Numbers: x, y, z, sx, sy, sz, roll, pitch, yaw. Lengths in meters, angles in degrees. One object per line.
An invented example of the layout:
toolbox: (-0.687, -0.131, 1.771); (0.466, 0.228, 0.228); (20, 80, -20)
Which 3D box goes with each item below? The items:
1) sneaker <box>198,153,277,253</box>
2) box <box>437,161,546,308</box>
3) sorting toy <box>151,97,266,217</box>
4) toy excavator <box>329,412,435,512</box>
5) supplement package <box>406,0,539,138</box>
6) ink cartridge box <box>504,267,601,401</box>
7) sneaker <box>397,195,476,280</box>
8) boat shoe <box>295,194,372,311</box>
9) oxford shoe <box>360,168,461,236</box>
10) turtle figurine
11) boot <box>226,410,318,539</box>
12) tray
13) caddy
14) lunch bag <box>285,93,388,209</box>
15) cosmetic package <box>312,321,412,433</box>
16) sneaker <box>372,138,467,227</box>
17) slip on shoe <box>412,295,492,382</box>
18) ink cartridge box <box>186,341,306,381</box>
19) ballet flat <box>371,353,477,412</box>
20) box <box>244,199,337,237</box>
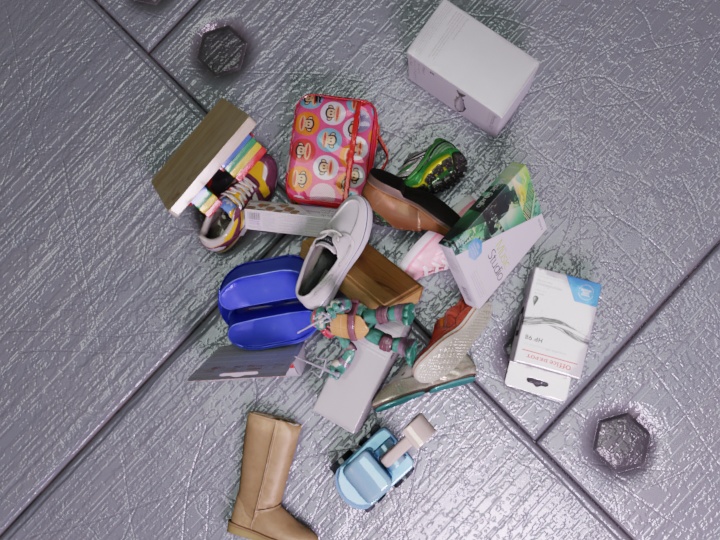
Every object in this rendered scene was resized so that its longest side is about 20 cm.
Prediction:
sneaker: (-0.212, -0.122, 1.258); (0.074, 0.090, 0.202); (29, 87, 8)
box: (0.221, -0.057, 1.170); (0.036, 0.145, 0.200); (22, 62, 46)
sorting toy: (-0.257, -0.185, 1.233); (0.201, 0.199, 0.069); (-49, 122, 0)
toy excavator: (0.039, 0.302, 1.131); (0.194, 0.200, 0.100); (-42, 82, -1)
supplement package: (0.191, -0.346, 1.237); (0.199, 0.117, 0.118); (36, 87, 9)
ink cartridge box: (0.320, 0.109, 1.197); (0.114, 0.067, 0.203); (14, 85, 6)
sneaker: (0.154, -0.026, 1.222); (0.200, 0.075, 0.105); (-44, 77, -5)
boat shoe: (-0.046, -0.036, 1.136); (0.071, 0.066, 0.202); (27, 82, 26)
oxford shoe: (0.091, -0.092, 1.185); (0.198, 0.071, 0.072); (29, 119, 4)
turtle figurine: (-0.015, 0.088, 1.093); (0.197, 0.151, 0.101); (2, 43, 18)
boot: (-0.132, 0.357, 1.209); (0.172, 0.066, 0.203); (12, 83, 6)
tray: (0.000, 0.000, 1.193); (0.098, 0.037, 0.199); (-27, 54, -38)
caddy: (-0.151, 0.053, 1.228); (0.196, 0.105, 0.144); (-10, 106, 2)
lunch bag: (-0.038, -0.201, 1.260); (0.173, 0.082, 0.204); (7, 81, 1)
cosmetic package: (0.005, 0.163, 1.198); (0.089, 0.107, 0.203); (24, 87, 11)
sneaker: (0.091, -0.152, 1.255); (0.199, 0.078, 0.086); (-34, 45, 7)
slip on shoe: (0.144, 0.110, 1.183); (0.061, 0.075, 0.200); (21, 50, 35)
ink cartridge box: (-0.179, 0.165, 1.166); (0.158, 0.200, 0.051); (-4, 101, 4)
ballet flat: (0.101, 0.181, 1.198); (0.197, 0.068, 0.063); (-13, 71, -20)
box: (-0.099, -0.086, 1.219); (0.196, 0.039, 0.042); (6, 122, 7)
